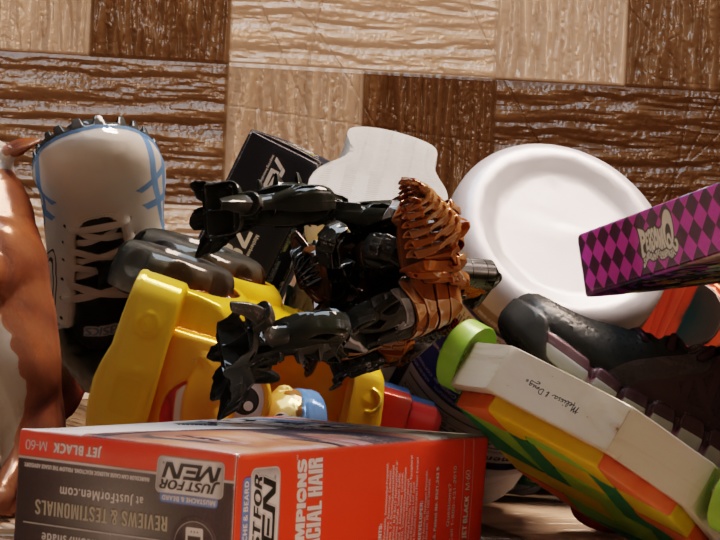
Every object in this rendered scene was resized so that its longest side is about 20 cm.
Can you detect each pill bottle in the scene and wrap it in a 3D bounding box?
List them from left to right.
[{"bbox_3d":[0.073,0.035,1.529,0.115,0.116,0.200,2,-33,-18],"label":"pill bottle"}]

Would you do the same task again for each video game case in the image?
[{"bbox_3d":[0.216,-0.023,1.351,0.180,0.036,0.200,-6,-5,-17],"label":"video game case"}]

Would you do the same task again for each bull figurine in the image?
[{"bbox_3d":[-0.187,0.025,1.446,0.065,0.201,0.121,-6,12,25],"label":"bull figurine"}]

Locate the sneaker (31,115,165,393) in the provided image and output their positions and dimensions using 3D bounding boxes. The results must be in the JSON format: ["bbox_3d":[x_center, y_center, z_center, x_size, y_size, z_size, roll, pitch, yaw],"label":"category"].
[{"bbox_3d":[-0.132,-0.008,1.533,0.072,0.073,0.200,-9,-33,-9],"label":"sneaker"}]

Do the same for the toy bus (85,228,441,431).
[{"bbox_3d":[-0.042,0.072,1.441,0.191,0.136,0.200,18,3,1],"label":"toy bus"}]

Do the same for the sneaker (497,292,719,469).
[{"bbox_3d":[0.167,0.039,1.389,0.200,0.116,0.076,34,-4,-14],"label":"sneaker"}]

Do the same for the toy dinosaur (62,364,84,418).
[{"bbox_3d":[-0.183,0.062,1.585,0.199,0.105,0.182,0,31,-16],"label":"toy dinosaur"}]

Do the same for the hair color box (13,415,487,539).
[{"bbox_3d":[-0.042,0.097,1.252,0.110,0.064,0.200,4,3,31],"label":"hair color box"}]

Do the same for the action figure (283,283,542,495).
[{"bbox_3d":[0.044,0.086,1.665,0.199,0.119,0.055,12,27,-1],"label":"action figure"}]

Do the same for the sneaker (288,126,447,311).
[{"bbox_3d":[0.000,0.000,1.566,0.073,0.116,0.200,16,15,4],"label":"sneaker"}]

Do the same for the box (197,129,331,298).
[{"bbox_3d":[-0.077,0.022,1.636,0.049,0.201,0.161,26,2,2],"label":"box"}]

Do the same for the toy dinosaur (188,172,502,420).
[{"bbox_3d":[0.000,-0.003,1.291,0.135,0.102,0.200,-3,-39,-13],"label":"toy dinosaur"}]

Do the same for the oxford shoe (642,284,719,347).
[{"bbox_3d":[0.114,0.033,1.657,0.199,0.071,0.073,11,-23,21],"label":"oxford shoe"}]

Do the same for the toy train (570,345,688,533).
[{"bbox_3d":[0.167,0.102,1.469,0.115,0.085,0.200,20,14,15],"label":"toy train"}]

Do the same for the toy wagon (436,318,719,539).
[{"bbox_3d":[0.119,0.091,1.311,0.155,0.040,0.200,27,-11,30],"label":"toy wagon"}]
